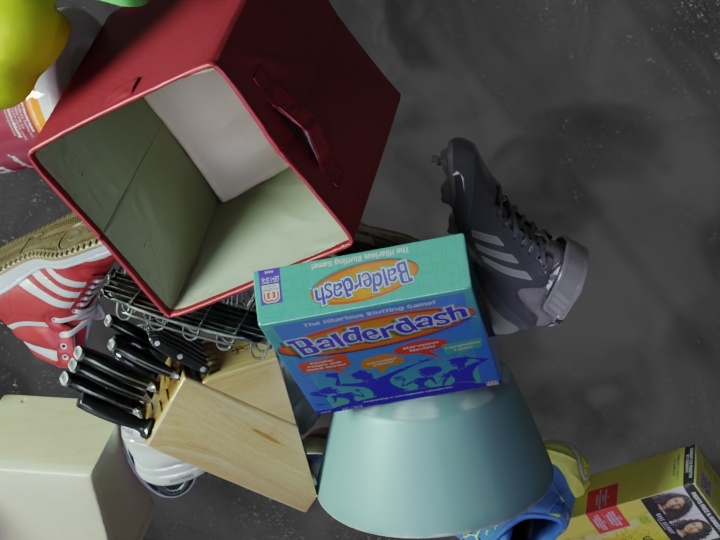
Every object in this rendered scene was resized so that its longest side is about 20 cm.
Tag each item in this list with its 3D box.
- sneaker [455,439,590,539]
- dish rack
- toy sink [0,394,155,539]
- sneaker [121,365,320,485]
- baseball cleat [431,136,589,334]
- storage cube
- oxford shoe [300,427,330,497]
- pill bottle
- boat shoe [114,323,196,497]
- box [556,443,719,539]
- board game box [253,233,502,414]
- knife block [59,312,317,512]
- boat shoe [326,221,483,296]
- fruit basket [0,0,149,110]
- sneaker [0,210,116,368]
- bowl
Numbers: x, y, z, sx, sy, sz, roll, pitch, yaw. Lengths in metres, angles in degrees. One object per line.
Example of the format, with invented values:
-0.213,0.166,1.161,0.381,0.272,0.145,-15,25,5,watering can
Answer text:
0.106,0.213,1.483,0.199,0.105,0.076,-22,121,30,sneaker
-0.121,0.022,1.326,0.152,0.200,0.055,15,109,3,dish rack
-0.278,0.227,1.604,0.129,0.112,0.201,2,126,15,toy sink
-0.111,0.112,1.433,0.199,0.075,0.100,-26,131,-4,sneaker
0.120,-0.030,1.300,0.106,0.070,0.201,-5,139,13,baseball cleat
-0.100,-0.106,1.211,0.199,0.180,0.171,-21,122,31,storage cube
0.016,0.190,1.470,0.199,0.074,0.071,6,105,33,oxford shoe
-0.291,-0.129,1.290,0.199,0.115,0.115,-8,128,22,pill bottle
-0.177,0.143,1.518,0.073,0.068,0.200,-10,129,-15,boat shoe
0.225,0.219,1.490,0.199,0.050,0.075,-20,123,30,box
0.018,0.044,1.232,0.151,0.045,0.200,-10,155,8,board game box
-0.141,0.122,1.366,0.175,0.064,0.201,-17,116,-4,knife block
0.000,0.000,1.321,0.199,0.065,0.072,27,149,15,boat shoe
-0.234,-0.215,1.168,0.214,0.156,0.217,4,117,8,fruit basket
-0.237,0.015,1.431,0.199,0.071,0.113,-18,120,38,sneaker
0.056,0.126,1.384,0.199,0.201,0.106,-1,111,17,bowl
